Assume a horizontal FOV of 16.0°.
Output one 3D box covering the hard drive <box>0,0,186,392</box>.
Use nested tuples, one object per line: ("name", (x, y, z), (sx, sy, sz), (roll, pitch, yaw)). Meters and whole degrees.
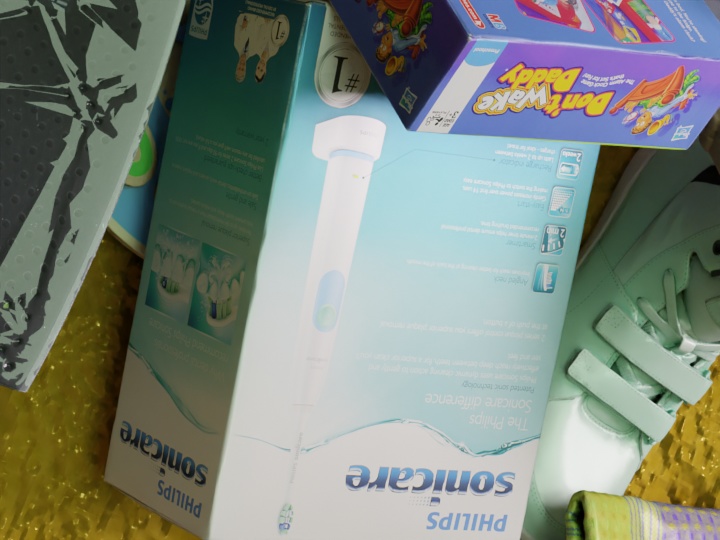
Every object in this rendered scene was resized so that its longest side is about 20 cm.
("hard drive", (-0.143, -0.070, 0.921), (0.135, 0.042, 0.201), (20, 86, -9))

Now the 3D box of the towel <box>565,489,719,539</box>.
("towel", (0.165, 0.165, 1.058), (0.200, 0.023, 0.144), (12, 62, -39))

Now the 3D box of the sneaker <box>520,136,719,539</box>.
("sneaker", (0.126, 0.029, 1.046), (0.074, 0.118, 0.201), (32, 77, -25))

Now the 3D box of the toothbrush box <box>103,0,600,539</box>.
("toothbrush box", (0.000, 0.000, 0.971), (0.146, 0.085, 0.201), (4, 99, -35))

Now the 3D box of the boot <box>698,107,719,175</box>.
("boot", (0.228, -0.030, 0.983), (0.166, 0.072, 0.200), (-17, 73, -12))

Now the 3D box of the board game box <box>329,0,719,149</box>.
("board game box", (0.037, -0.132, 0.937), (0.134, 0.045, 0.200), (2, 46, -38))

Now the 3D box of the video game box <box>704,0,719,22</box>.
("video game box", (0.161, -0.168, 1.006), (0.047, 0.200, 0.182), (47, 66, -38))

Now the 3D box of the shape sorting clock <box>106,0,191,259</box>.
("shape sorting clock", (-0.036, -0.091, 1.001), (0.199, 0.039, 0.201), (-1, 92, -28))
